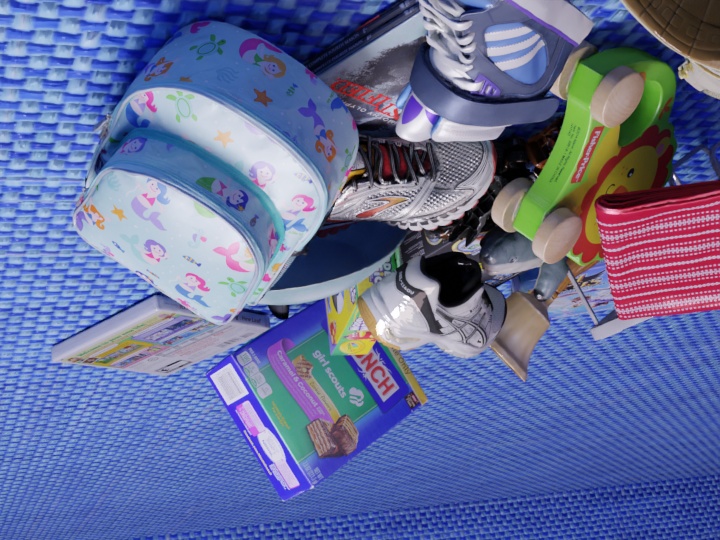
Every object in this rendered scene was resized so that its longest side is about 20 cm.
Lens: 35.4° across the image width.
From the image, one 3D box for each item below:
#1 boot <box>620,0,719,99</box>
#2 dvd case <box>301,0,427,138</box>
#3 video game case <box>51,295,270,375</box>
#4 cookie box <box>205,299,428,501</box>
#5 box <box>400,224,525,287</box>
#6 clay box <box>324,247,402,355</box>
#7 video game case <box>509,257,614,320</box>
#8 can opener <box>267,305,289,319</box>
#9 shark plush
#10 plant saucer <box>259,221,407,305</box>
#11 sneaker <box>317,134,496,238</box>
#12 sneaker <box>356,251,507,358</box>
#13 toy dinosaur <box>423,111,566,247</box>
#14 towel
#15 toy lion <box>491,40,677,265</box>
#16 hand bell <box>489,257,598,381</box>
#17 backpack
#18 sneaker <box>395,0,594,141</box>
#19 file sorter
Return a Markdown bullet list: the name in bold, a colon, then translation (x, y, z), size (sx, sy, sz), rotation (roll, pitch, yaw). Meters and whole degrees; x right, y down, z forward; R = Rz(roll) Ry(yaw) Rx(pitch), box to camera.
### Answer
- **boot**: translation (0.251, -0.175, 0.814), size (0.200, 0.072, 0.155), rotation (30, -171, -4)
- **dvd case**: translation (0.017, -0.142, 0.886), size (0.200, 0.022, 0.146), rotation (-23, 156, 36)
- **video game case**: translation (-0.241, 0.082, 1.365), size (0.200, 0.022, 0.182), rotation (-24, 156, 35)
- **cookie box**: translation (-0.045, 0.131, 1.273), size (0.200, 0.172, 0.075), rotation (-32, 179, -40)
- **box**: translation (0.119, -0.023, 1.219), size (0.160, 0.044, 0.200), rotation (5, 155, -38)
- **clay box**: translation (0.000, 0.000, 1.123), size (0.047, 0.115, 0.200), rotation (-3, 158, -11)
- **video game case**: translation (0.285, 0.007, 1.380), size (0.199, 0.046, 0.181), rotation (-11, 159, 3)
- **can opener**: translation (-0.084, 0.008, 1.207), size (0.063, 0.079, 0.200), rotation (-45, 165, -7)
- **shark plush**: translation (0.195, -0.053, 1.036), size (0.200, 0.091, 0.083), rotation (-30, 148, -1)
- **plant saucer**: translation (-0.056, -0.012, 0.988), size (0.200, 0.201, 0.039), rotation (-6, 115, 3)
- **sneaker**: translation (0.014, -0.074, 0.927), size (0.199, 0.078, 0.082), rotation (-12, 159, 9)
- **sneaker**: translation (0.089, 0.027, 1.010), size (0.088, 0.076, 0.200), rotation (-44, 156, 28)
- **toy dinosaur**: translation (0.121, -0.090, 1.016), size (0.135, 0.102, 0.200), rotation (-9, 136, -48)
- **towel**: translation (0.280, -0.013, 0.957), size (0.144, 0.023, 0.200), rotation (-7, 148, 15)
- **toy lion**: translation (0.211, -0.092, 0.955), size (0.191, 0.069, 0.201), rotation (-12, 131, -43)
- **hand bell**: translation (0.218, 0.018, 1.265), size (0.200, 0.104, 0.104), rotation (-44, 156, 0)
- **backpack**: translation (-0.103, -0.071, 0.811), size (0.177, 0.151, 0.200), rotation (34, 138, -9)
- **sneaker**: translation (0.064, -0.144, 0.755), size (0.147, 0.081, 0.200), rotation (-49, 150, 19)
- **file sorter**: translation (0.310, -0.040, 1.106), size (0.200, 0.125, 0.139), rotation (-28, 180, 40)
